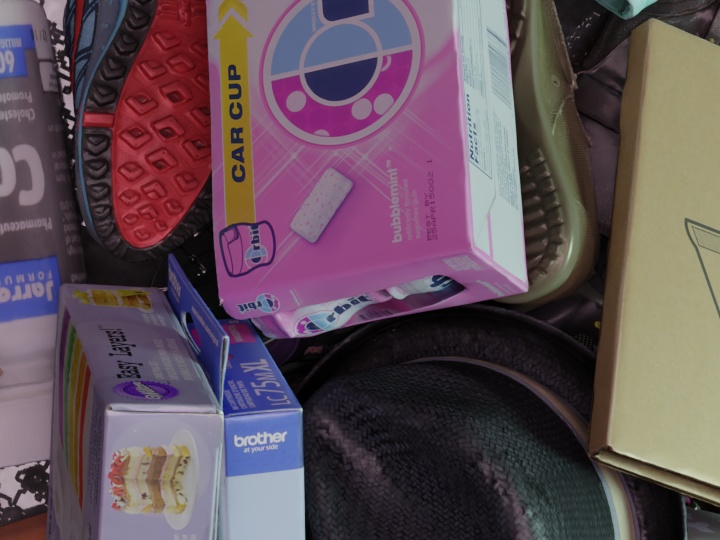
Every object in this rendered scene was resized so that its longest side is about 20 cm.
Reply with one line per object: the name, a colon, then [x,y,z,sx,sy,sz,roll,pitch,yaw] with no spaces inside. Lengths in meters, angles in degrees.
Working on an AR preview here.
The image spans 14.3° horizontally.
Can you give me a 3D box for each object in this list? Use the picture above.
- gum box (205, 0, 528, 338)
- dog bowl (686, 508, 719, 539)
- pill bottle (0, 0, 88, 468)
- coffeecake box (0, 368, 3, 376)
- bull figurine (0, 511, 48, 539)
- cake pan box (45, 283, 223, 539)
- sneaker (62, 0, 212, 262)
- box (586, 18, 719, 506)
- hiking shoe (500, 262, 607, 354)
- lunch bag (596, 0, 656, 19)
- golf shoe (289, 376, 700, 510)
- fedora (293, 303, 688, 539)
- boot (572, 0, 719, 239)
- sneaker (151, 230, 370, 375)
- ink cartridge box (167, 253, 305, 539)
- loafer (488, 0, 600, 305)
gum box: [0.001,-0.073,1.196,0.113,0.066,0.201,-11,70,22]
dog bowl: [0.132,0.195,1.284,0.199,0.059,0.201,-3,114,-6]
pill bottle: [-0.180,-0.013,1.266,0.113,0.114,0.201,-9,90,-4]
coffeecake box: [-0.272,0.047,1.220,0.200,0.073,0.154,-41,83,32]
bull figurine: [-0.104,0.144,1.294,0.199,0.065,0.122,-17,95,-2]
cake pan box: [-0.096,0.122,1.158,0.052,0.184,0.201,2,105,-10]
sneaker: [-0.093,-0.098,1.284,0.079,0.095,0.201,9,77,-19]
box: [0.176,0.009,1.232,0.163,0.021,0.201,20,63,-25]
hiking shoe: [0.143,0.052,1.296,0.199,0.076,0.101,-5,62,-5]
lunch bag: [0.120,-0.228,1.263,0.170,0.122,0.200,-38,75,-11]
golf shoe: [0.051,0.109,1.303,0.199,0.073,0.092,22,90,-5]
fedora: [0.034,0.101,1.192,0.200,0.092,0.202,-4,78,20]
boot: [0.177,-0.073,1.326,0.199,0.069,0.175,24,93,0]
sneaker: [0.000,0.000,1.300,0.199,0.088,0.076,-17,67,-9]
ink cartridge box: [-0.050,0.102,1.193,0.042,0.119,0.201,-7,108,-12]
loafer: [0.058,-0.071,1.247,0.076,0.067,0.201,-15,66,18]
